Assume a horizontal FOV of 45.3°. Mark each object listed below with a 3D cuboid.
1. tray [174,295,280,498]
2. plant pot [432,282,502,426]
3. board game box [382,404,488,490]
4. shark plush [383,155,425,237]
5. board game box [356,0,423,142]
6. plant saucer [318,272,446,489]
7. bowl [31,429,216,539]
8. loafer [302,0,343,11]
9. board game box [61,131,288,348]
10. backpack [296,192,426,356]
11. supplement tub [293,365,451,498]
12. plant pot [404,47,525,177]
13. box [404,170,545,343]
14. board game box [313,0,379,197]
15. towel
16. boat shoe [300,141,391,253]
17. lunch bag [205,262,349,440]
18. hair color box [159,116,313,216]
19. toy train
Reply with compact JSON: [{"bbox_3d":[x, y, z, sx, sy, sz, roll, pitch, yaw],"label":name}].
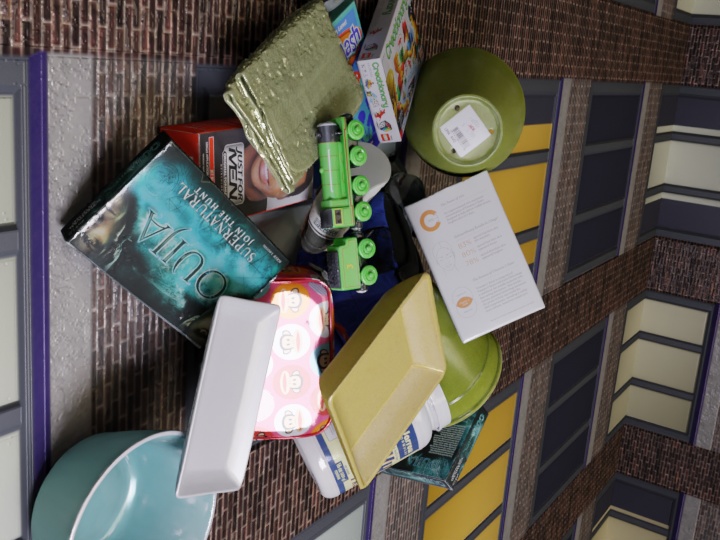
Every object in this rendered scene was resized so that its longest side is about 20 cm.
[{"bbox_3d":[-0.140,0.128,0.885,0.107,0.022,0.203,15,87,-61],"label":"tray"},{"bbox_3d":[0.089,0.103,1.313,0.193,0.198,0.202,52,57,-39],"label":"plant pot"},{"bbox_3d":[0.089,0.260,1.346,0.028,0.198,0.136,50,58,-32],"label":"board game box"},{"bbox_3d":[0.083,-0.081,1.313,0.091,0.082,0.201,-59,145,-28],"label":"shark plush"},{"bbox_3d":[0.044,-0.285,1.161,0.127,0.034,0.202,70,25,-43],"label":"board game box"},{"bbox_3d":[0.023,0.125,1.021,0.200,0.048,0.201,-50,145,-28],"label":"plant saucer"},{"bbox_3d":[-0.249,0.245,0.870,0.200,0.104,0.204,-27,123,-52],"label":"bowl"},{"bbox_3d":[-0.011,-0.396,1.054,0.201,0.071,0.063,-56,138,-27],"label":"loafer"},{"bbox_3d":[-0.177,-0.023,0.859,0.135,0.028,0.200,-44,133,-1],"label":"board game box"},{"bbox_3d":[0.000,0.000,1.136,0.164,0.165,0.202,71,11,-47],"label":"backpack"},{"bbox_3d":[0.008,0.198,1.164,0.198,0.145,0.146,-27,132,-10],"label":"supplement tub"},{"bbox_3d":[0.146,-0.206,1.198,0.200,0.184,0.190,-74,167,-72],"label":"plant pot"},{"bbox_3d":[0.156,-0.018,1.199,0.097,0.123,0.202,2,65,-86],"label":"box"},{"bbox_3d":[-0.038,-0.215,1.099,0.153,0.044,0.202,-54,142,-33],"label":"board game box"},{"bbox_3d":[-0.069,-0.199,0.962,0.201,0.036,0.149,-57,132,-38],"label":"towel"},{"bbox_3d":[-0.023,-0.094,1.073,0.064,0.070,0.201,-50,-176,41],"label":"boat shoe"},{"bbox_3d":[-0.093,0.095,1.004,0.082,0.173,0.203,-123,-146,-72],"label":"lunch bag"},{"bbox_3d":[-0.132,-0.117,0.965,0.199,0.061,0.103,-25,121,-54],"label":"hair color box"},{"bbox_3d":[-0.019,-0.074,0.965,0.056,0.042,0.203,-7,93,-31],"label":"toy train"}]
